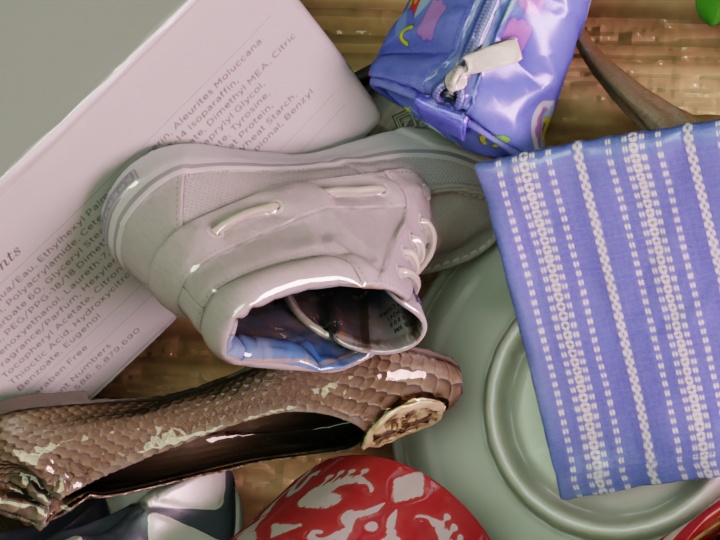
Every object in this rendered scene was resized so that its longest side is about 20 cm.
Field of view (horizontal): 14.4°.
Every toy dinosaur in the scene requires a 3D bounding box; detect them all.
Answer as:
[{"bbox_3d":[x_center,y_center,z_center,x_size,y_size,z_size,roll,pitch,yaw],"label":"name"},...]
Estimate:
[{"bbox_3d":[0.136,-0.048,1.161,0.200,0.106,0.061,36,112,10],"label":"toy dinosaur"}]

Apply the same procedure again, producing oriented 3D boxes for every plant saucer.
[{"bbox_3d":[0.106,0.057,1.159,0.199,0.050,0.202,-2,81,11],"label":"plant saucer"}]

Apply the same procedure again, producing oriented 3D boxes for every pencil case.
[{"bbox_3d":[0.073,-0.137,1.105,0.078,0.087,0.201,26,96,5],"label":"pencil case"}]

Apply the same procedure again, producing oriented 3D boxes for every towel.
[{"bbox_3d":[0.152,0.011,1.071,0.199,0.024,0.146,-9,110,19],"label":"towel"}]

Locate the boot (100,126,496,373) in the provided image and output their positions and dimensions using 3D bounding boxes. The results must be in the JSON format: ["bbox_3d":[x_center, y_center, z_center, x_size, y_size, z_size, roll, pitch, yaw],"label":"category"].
[{"bbox_3d":[0.000,0.000,1.105,0.096,0.199,0.074,49,129,35],"label":"boot"}]

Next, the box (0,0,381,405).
[{"bbox_3d":[-0.137,-0.079,1.150,0.200,0.131,0.199,-43,53,-1],"label":"box"}]

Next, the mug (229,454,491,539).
[{"bbox_3d":[-0.047,0.176,1.096,0.134,0.200,0.177,47,134,-1],"label":"mug"}]

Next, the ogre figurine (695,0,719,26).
[{"bbox_3d":[0.185,-0.156,1.156,0.120,0.098,0.200,-43,91,-15],"label":"ogre figurine"}]

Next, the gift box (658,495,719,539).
[{"bbox_3d":[0.148,0.186,1.041,0.184,0.200,0.187,-35,88,2],"label":"gift box"}]

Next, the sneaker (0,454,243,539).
[{"bbox_3d":[-0.122,0.165,1.144,0.079,0.199,0.130,4,116,49],"label":"sneaker"}]

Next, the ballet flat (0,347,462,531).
[{"bbox_3d":[-0.055,0.067,1.113,0.199,0.068,0.047,-8,61,-9],"label":"ballet flat"}]

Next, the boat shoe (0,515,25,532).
[{"bbox_3d":[-0.227,0.104,1.216,0.199,0.071,0.065,23,96,19],"label":"boat shoe"}]

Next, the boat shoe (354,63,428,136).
[{"bbox_3d":[-0.014,-0.044,1.190,0.199,0.066,0.070,-24,78,7],"label":"boat shoe"}]
